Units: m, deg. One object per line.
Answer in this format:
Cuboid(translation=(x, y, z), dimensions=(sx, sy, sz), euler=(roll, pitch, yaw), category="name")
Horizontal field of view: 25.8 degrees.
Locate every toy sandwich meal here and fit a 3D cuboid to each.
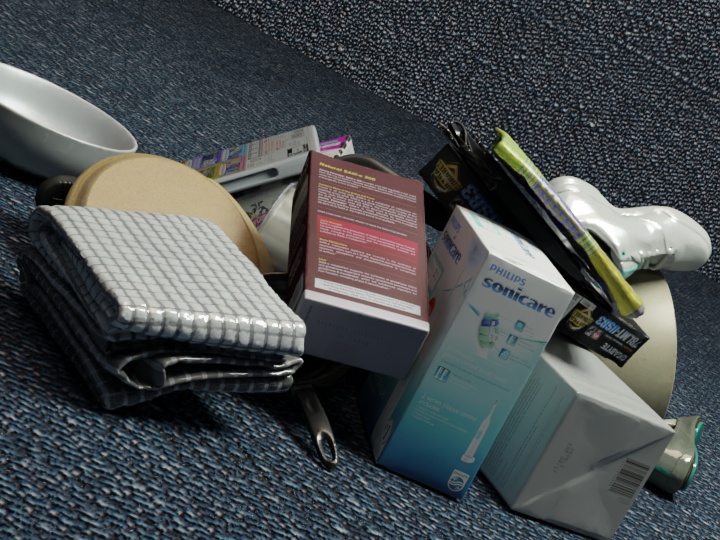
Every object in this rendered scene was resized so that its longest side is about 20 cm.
Cuboid(translation=(-0.171, -0.014, 1.345), dimensions=(0.204, 0.070, 0.206), euler=(20, 50, -25), category="toy sandwich meal")

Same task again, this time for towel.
Cuboid(translation=(-0.150, 0.027, 1.175), dimensions=(0.165, 0.086, 0.200), euler=(6, 24, -36), category="towel")
Cuboid(translation=(0.181, -0.041, 1.399), dimensions=(0.200, 0.023, 0.144), euler=(51, 6, -6), category="towel")

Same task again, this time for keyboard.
Cuboid(translation=(0.132, -0.076, 1.429), dimensions=(0.127, 0.021, 0.200), euler=(39, 12, -41), category="keyboard")

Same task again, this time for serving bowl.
Cuboid(translation=(-0.325, -0.139, 1.559), dimensions=(0.199, 0.066, 0.200), euler=(28, 12, -7), category="serving bowl")

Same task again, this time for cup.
Cuboid(translation=(0.225, 0.083, 1.642), dimensions=(0.142, 0.202, 0.200), euler=(5, 18, -12), category="cup")

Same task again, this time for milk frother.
Cuboid(translation=(0.000, 0.000, 1.561), dimensions=(0.187, 0.181, 0.200), euler=(30, -18, 6), category="milk frother")

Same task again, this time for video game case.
Cuboid(translation=(-0.131, -0.110, 1.687), dimensions=(0.181, 0.022, 0.200), euler=(-16, 14, 1), category="video game case")

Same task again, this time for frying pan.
Cuboid(translation=(-0.040, 0.075, 1.276), dimensions=(0.115, 0.031, 0.190), euler=(-27, 61, -30), category="frying pan")

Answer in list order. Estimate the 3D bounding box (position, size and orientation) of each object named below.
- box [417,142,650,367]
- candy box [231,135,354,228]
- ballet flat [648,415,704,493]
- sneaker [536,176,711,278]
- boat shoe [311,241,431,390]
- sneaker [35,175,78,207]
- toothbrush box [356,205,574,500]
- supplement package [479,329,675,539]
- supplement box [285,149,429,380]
Cuboid(translation=(0.166, -0.013, 1.503), dimensions=(0.198, 0.050, 0.200), euler=(31, 18, -51), category="box")
Cuboid(translation=(-0.078, -0.088, 1.714), dimensions=(0.135, 0.061, 0.200), euler=(-13, 12, 10), category="candy box")
Cuboid(translation=(0.332, 0.187, 1.688), dimensions=(0.063, 0.068, 0.200), euler=(23, 11, 11), category="ballet flat")
Cuboid(translation=(0.265, -0.021, 1.556), dimensions=(0.199, 0.075, 0.089), euler=(16, 42, -21), category="sneaker")
Cuboid(translation=(0.006, 0.022, 1.388), dimensions=(0.072, 0.072, 0.200), euler=(37, 52, 15), category="boat shoe")
Cuboid(translation=(-0.224, -0.049, 1.446), dimensions=(0.199, 0.060, 0.104), euler=(26, 13, -36), category="sneaker")
Cuboid(translation=(0.083, 0.065, 1.319), dimensions=(0.085, 0.201, 0.147), euler=(25, 13, -14), category="toothbrush box")
Cuboid(translation=(0.166, 0.130, 1.420), dimensions=(0.119, 0.122, 0.200), euler=(22, 15, -29), category="supplement package")
Cuboid(translation=(-0.004, -0.008, 1.311), dimensions=(0.108, 0.061, 0.201), euler=(16, 39, -12), category="supplement box")
